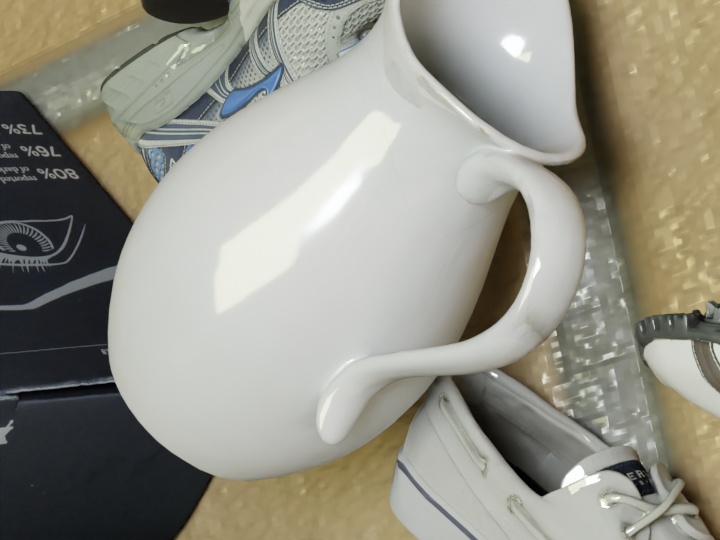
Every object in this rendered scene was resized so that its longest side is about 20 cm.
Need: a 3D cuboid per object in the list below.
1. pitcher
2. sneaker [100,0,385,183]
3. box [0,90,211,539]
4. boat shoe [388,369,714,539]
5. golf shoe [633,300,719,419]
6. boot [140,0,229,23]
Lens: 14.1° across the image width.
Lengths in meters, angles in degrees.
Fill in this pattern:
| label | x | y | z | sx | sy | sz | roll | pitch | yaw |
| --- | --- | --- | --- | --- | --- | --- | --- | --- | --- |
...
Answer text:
| label | x | y | z | sx | sy | sz | roll | pitch | yaw |
| --- | --- | --- | --- | --- | --- | --- | --- | --- | --- |
| pitcher | 0.000 | 0.000 | 1.010 | 0.200 | 0.121 | 0.172 | -48 | 36 | 31 |
| sneaker | -0.016 | -0.072 | 1.112 | 0.200 | 0.077 | 0.086 | -32 | 79 | 49 |
| box | -0.165 | 0.023 | 1.203 | 0.200 | 0.148 | 0.105 | 49 | 124 | 33 |
| boat shoe | 0.086 | 0.093 | 1.009 | 0.200 | 0.072 | 0.066 | 38 | 123 | 47 |
| golf shoe | 0.163 | 0.062 | 0.920 | 0.200 | 0.078 | 0.095 | 16 | 103 | 45 |
| boot | -0.033 | -0.182 | 1.119 | 0.200 | 0.073 | 0.076 | -41 | 54 | 41 |
